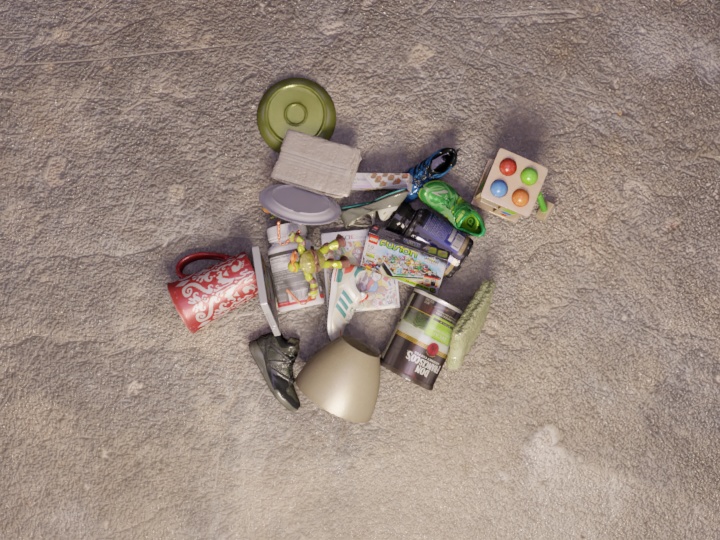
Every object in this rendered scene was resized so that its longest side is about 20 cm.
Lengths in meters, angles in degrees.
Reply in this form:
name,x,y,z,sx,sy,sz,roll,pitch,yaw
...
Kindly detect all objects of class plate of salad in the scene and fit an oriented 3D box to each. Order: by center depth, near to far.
name,x,y,z,sx,sy,sz,roll,pitch,yaw
plate of salad,-0.145,-0.150,1.692,0.198,0.200,0.048,14,119,-1

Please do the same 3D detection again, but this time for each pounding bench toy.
name,x,y,z,sx,sy,sz,roll,pitch,yaw
pounding bench toy,0.389,-0.187,1.709,0.199,0.156,0.125,23,87,-1

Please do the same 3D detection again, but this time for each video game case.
name,x,y,z,sx,sy,sz,roll,pitch,yaw
video game case,-0.216,0.051,1.644,0.018,0.200,0.144,-11,65,-2
video game case,0.000,0.000,1.759,0.180,0.023,0.202,-5,88,-1

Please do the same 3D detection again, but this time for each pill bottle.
name,x,y,z,sx,sy,sz,roll,pitch,yaw
pill bottle,-0.160,-0.009,1.711,0.113,0.114,0.202,-11,88,-2
pill bottle,0.163,-0.079,1.719,0.199,0.112,0.112,33,88,-2

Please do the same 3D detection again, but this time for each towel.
name,x,y,z,sx,sy,sz,roll,pitch,yaw
towel,0.260,0.125,1.666,0.036,0.149,0.200,25,51,21
towel,-0.104,-0.256,1.719,0.198,0.034,0.134,18,80,6

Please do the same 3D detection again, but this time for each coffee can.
name,x,y,z,sx,sy,sz,roll,pitch,yaw
coffee can,0.148,0.162,1.696,0.146,0.146,0.201,26,87,0

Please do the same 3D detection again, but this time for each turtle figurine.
name,x,y,z,sx,sy,sz,roll,pitch,yaw
turtle figurine,-0.108,-0.034,1.639,0.160,0.064,0.202,-18,91,-27

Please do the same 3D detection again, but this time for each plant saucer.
name,x,y,z,sx,sy,sz,roll,pitch,yaw
plant saucer,-0.159,-0.382,1.765,0.198,0.031,0.202,0,88,-1

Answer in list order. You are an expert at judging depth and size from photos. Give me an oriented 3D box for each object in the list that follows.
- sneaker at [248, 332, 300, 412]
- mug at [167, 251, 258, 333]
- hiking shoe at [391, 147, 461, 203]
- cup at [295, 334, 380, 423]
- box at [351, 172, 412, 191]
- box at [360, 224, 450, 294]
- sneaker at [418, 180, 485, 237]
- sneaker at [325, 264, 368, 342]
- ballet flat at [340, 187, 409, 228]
name,x,y,z,sx,sy,sz,roll,pitch,yaw
sneaker,-0.178,0.236,1.720,0.114,0.076,0.200,-29,84,4
mug,-0.349,0.027,1.699,0.199,0.133,0.179,-26,91,-5
hiking shoe,0.153,-0.237,1.739,0.200,0.087,0.074,-42,89,-2
cup,-0.032,0.236,1.652,0.199,0.200,0.144,28,97,0
box,0.027,-0.215,1.728,0.198,0.041,0.039,3,87,17
box,0.104,-0.025,1.688,0.199,0.035,0.111,20,130,10
sneaker,0.230,-0.149,1.717,0.199,0.084,0.074,32,100,-17
sneaker,-0.029,0.082,1.709,0.093,0.070,0.202,4,85,5
ballet flat,0.039,-0.144,1.713,0.199,0.067,0.064,-14,94,33
